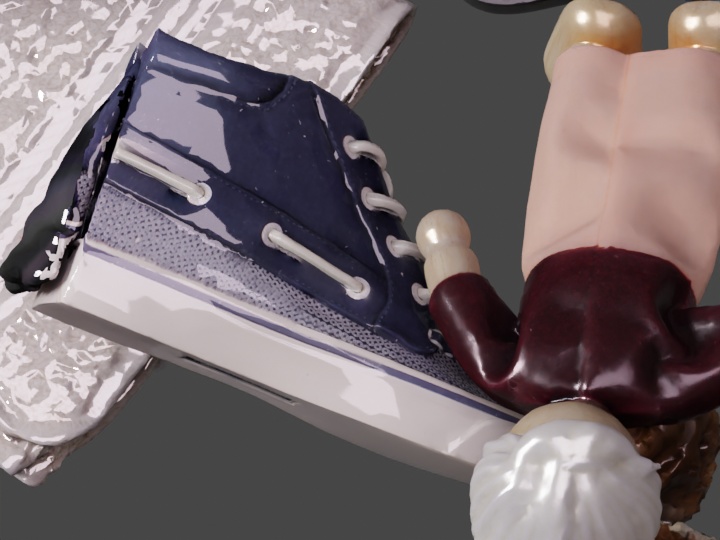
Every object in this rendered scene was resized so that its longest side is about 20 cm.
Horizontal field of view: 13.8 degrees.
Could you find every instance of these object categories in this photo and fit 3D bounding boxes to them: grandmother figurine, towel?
[{"bbox_3d":[0.074,0.008,0.854,0.121,0.061,0.200,-2,48,24],"label":"grandmother figurine"},{"bbox_3d":[-0.091,-0.043,0.948,0.132,0.034,0.200,35,79,8],"label":"towel"}]

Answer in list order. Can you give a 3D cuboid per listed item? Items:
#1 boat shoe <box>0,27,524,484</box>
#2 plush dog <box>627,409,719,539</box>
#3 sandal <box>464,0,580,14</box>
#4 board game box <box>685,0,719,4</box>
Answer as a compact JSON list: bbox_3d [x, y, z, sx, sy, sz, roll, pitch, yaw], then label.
[{"bbox_3d":[0.000,0.000,0.896,0.200,0.075,0.093,23,81,-15],"label":"boat shoe"},{"bbox_3d":[0.114,0.126,0.847,0.172,0.161,0.200,16,51,4],"label":"plush dog"},{"bbox_3d":[0.118,-0.127,0.909,0.200,0.045,0.075,-17,77,-3],"label":"sandal"},{"bbox_3d":[0.185,-0.153,0.962,0.200,0.047,0.151,-27,78,-5],"label":"board game box"}]
